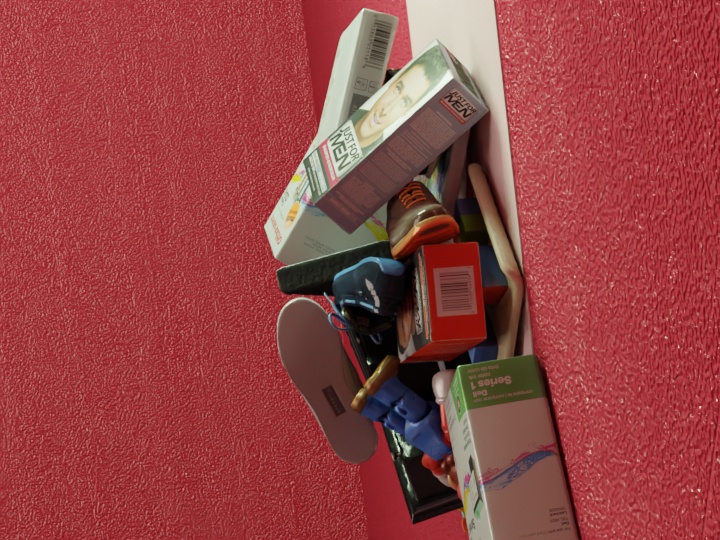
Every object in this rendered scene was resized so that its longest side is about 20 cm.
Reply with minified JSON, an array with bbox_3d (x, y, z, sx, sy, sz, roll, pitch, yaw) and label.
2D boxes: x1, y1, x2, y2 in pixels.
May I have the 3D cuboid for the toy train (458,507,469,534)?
[{"bbox_3d":[0.135,0.263,1.854,0.200,0.055,0.150,-110,-1,-47],"label":"toy train"}]

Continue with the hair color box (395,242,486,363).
[{"bbox_3d":[0.080,0.037,1.579,0.200,0.061,0.102,123,143,-78],"label":"hair color box"}]

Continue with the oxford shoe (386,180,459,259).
[{"bbox_3d":[0.054,-0.056,1.570,0.200,0.071,0.073,153,100,-81],"label":"oxford shoe"}]

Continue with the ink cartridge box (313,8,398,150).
[{"bbox_3d":[-0.009,-0.211,1.794,0.200,0.050,0.163,159,125,-82],"label":"ink cartridge box"}]

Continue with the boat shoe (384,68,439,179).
[{"bbox_3d":[0.056,-0.168,1.697,0.200,0.067,0.072,-97,20,-53],"label":"boat shoe"}]

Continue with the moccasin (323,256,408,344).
[{"bbox_3d":[0.001,0.036,1.615,0.200,0.080,0.068,115,164,-76],"label":"moccasin"}]

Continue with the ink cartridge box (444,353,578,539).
[{"bbox_3d":[0.145,0.201,1.471,0.145,0.084,0.201,97,164,-69],"label":"ink cartridge box"}]

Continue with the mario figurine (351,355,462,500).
[{"bbox_3d":[0.094,0.170,1.630,0.200,0.106,0.123,38,175,1],"label":"mario figurine"}]

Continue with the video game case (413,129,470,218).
[{"bbox_3d":[0.091,-0.132,1.711,0.200,0.018,0.144,-124,44,-77],"label":"video game case"}]

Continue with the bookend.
[{"bbox_3d":[0.057,0.150,1.740,0.199,0.092,0.200,70,-179,-48],"label":"bookend"}]

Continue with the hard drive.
[{"bbox_3d":[0.000,0.000,1.765,0.200,0.139,0.033,5,-109,-73],"label":"hard drive"}]

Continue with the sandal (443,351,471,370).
[{"bbox_3d":[0.101,0.048,1.759,0.075,0.045,0.200,113,161,-50],"label":"sandal"}]

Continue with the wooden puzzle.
[{"bbox_3d":[0.127,0.017,1.593,0.186,0.046,0.200,-104,8,-47],"label":"wooden puzzle"}]

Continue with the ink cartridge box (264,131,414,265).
[{"bbox_3d":[-0.011,-0.086,1.930,0.200,0.144,0.145,-60,17,11],"label":"ink cartridge box"}]

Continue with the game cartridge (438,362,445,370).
[{"bbox_3d":[0.119,0.117,1.892,0.200,0.038,0.130,-118,18,-74],"label":"game cartridge"}]

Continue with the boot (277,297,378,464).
[{"bbox_3d":[-0.040,0.119,1.700,0.096,0.073,0.201,-112,1,-80],"label":"boot"}]

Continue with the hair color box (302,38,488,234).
[{"bbox_3d":[0.034,-0.141,1.589,0.061,0.200,0.099,40,-162,-29],"label":"hair color box"}]
